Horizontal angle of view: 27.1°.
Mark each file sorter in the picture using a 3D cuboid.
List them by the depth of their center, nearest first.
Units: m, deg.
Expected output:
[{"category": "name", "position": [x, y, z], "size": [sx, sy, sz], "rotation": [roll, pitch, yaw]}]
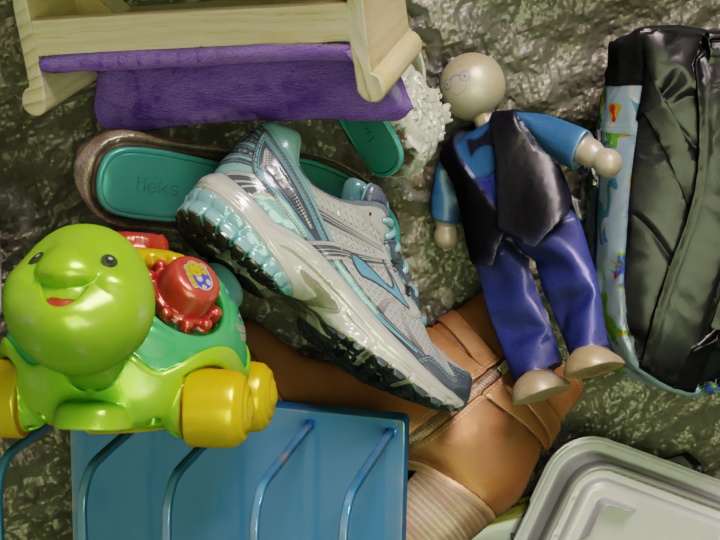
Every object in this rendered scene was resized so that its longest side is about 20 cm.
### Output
[{"category": "file sorter", "position": [-0.083, 0.153, 0.803], "size": [0.197, 0.123, 0.141], "rotation": [4, 105, 13]}]

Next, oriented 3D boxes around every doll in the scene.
[{"category": "doll", "position": [0.093, -0.033, 0.855], "size": [0.048, 0.136, 0.202], "rotation": [-1, 68, -48]}]

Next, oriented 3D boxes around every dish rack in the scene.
[{"category": "dish rack", "position": [0.167, 0.220, 0.952], "size": [0.170, 0.044, 0.202], "rotation": [20, 101, -17]}]

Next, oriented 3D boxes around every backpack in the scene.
[{"category": "backpack", "position": [0.201, -0.026, 0.881], "size": [0.161, 0.154, 0.203], "rotation": [3, 83, -18]}]

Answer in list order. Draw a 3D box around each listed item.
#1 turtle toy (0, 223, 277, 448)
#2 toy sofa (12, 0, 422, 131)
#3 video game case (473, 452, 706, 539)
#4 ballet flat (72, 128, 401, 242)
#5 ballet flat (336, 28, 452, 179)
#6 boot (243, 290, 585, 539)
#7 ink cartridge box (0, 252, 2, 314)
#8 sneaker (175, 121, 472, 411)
[{"category": "turtle toy", "position": [-0.119, 0.031, 0.729], "size": [0.144, 0.200, 0.103], "rotation": [2, 89, 5]}, {"category": "toy sofa", "position": [-0.073, -0.111, 0.778], "size": [0.197, 0.083, 0.099], "rotation": [0, 112, 17]}, {"category": "video game case", "position": [0.151, 0.237, 0.988], "size": [0.178, 0.026, 0.203], "rotation": [-13, 107, -9]}, {"category": "ballet flat", "position": [-0.070, -0.044, 0.842], "size": [0.198, 0.067, 0.069], "rotation": [16, 93, -30]}, {"category": "ballet flat", "position": [-0.013, -0.145, 0.838], "size": [0.071, 0.072, 0.201], "rotation": [-31, 102, -2]}, {"category": "boot", "position": [0.023, 0.064, 0.895], "size": [0.200, 0.074, 0.155], "rotation": [44, 74, 3]}, {"category": "ink cartridge box", "position": [-0.248, -0.076, 0.758], "size": [0.083, 0.146, 0.203], "rotation": [-14, 107, -8]}, {"category": "sneaker", "position": [0.000, 0.000, 0.804], "size": [0.200, 0.077, 0.087], "rotation": [42, 75, -24]}]
